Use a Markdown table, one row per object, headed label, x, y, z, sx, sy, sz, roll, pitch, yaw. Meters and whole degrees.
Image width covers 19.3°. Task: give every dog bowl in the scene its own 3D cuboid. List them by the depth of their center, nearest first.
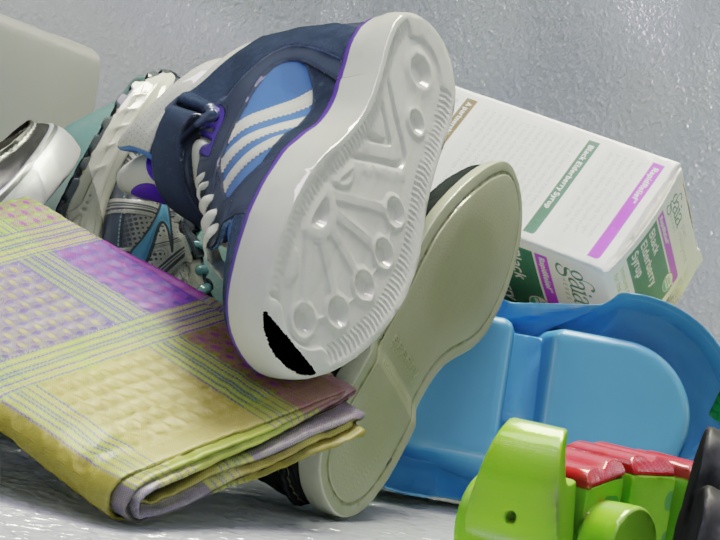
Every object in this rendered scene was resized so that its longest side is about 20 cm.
| label | x | y | z | sx | sy | sz | roll | pitch | yaw |
| --- | --- | --- | --- | --- | --- | --- | --- | --- | --- |
| dog bowl | 0.073 | 0.061 | 0.978 | 0.200 | 0.112 | 0.050 | 10 | -16 | -2 |

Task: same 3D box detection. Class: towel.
| label | x | y | z | sx | sy | sz | roll | pitch | yaw |
| --- | --- | --- | --- | --- | --- | --- | --- | --- | --- |
| towel | -0.111 | 0.031 | 0.824 | 0.200 | 0.023 | 0.144 | 29 | 29 | 29 |

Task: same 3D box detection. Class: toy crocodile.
| label | x | y | z | sx | sy | sz | roll | pitch | yaw |
| --- | --- | --- | --- | --- | --- | --- | --- | --- | --- |
| toy crocodile | 0.096 | 0.089 | 0.792 | 0.067 | 0.062 | 0.200 | 12 | 1 | 35 |

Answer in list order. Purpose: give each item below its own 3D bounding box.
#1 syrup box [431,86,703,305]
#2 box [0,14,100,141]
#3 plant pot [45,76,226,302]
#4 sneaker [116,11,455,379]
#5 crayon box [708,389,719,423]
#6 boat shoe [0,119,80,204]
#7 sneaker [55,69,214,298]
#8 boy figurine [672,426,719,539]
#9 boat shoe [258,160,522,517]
| label | x | y | z | sx | sy | sz | roll | pitch | yaw |
| --- | --- | --- | --- | --- | --- | --- | --- | --- | --- |
| syrup box | 0.075 | -0.034 | 1.130 | 0.200 | 0.081 | 0.079 | 24 | -27 | 33 |
| box | -0.275 | -0.059 | 1.245 | 0.171 | 0.200 | 0.199 | 9 | 0 | 12 |
| plant pot | -0.096 | -0.017 | 1.111 | 0.200 | 0.134 | 0.200 | 26 | -7 | 3 |
| sneaker | -0.050 | -0.025 | 0.891 | 0.146 | 0.200 | 0.081 | -12 | -50 | 35 |
| crayon box | 0.264 | 0.063 | 0.973 | 0.119 | 0.058 | 0.200 | 35 | 25 | 31 |
| boat shoe | -0.196 | -0.020 | 0.948 | 0.069 | 0.057 | 0.200 | -28 | 16 | 41 |
| sneaker | -0.105 | -0.002 | 0.975 | 0.086 | 0.200 | 0.078 | 25 | -33 | -10 |
| boy figurine | 0.207 | 0.105 | 0.721 | 0.200 | 0.065 | 0.124 | 12 | 28 | 2 |
| boat shoe | 0.006 | 0.022 | 0.915 | 0.066 | 0.200 | 0.075 | 6 | -40 | 32 |
